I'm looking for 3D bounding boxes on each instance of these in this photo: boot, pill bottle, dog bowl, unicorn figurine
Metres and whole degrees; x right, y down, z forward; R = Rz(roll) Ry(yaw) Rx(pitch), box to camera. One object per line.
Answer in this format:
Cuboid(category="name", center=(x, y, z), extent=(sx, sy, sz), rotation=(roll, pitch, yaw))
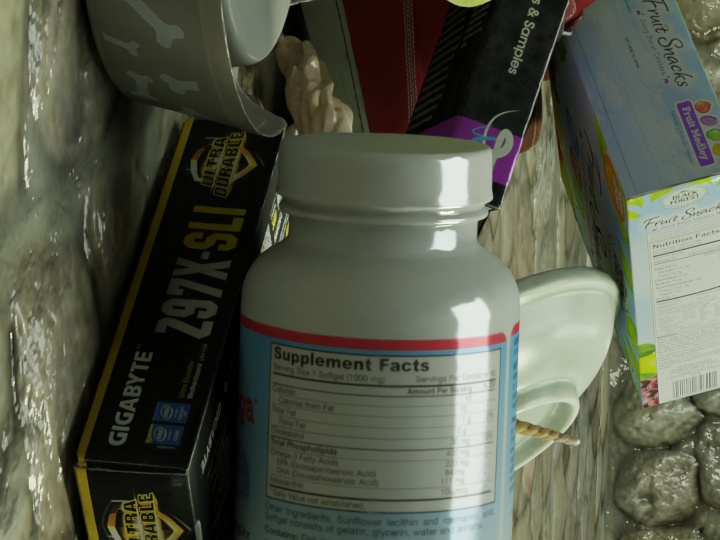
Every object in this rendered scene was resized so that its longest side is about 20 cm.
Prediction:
Cuboid(category="boot", center=(0.058, -0.079, 1.258), extent=(0.072, 0.144, 0.201), rotation=(31, 46, -74))
Cuboid(category="pill bottle", center=(0.006, 0.051, 0.988), extent=(0.109, 0.108, 0.201), rotation=(-35, 128, -77))
Cuboid(category="dog bowl", center=(-0.057, -0.151, 0.981), extent=(0.200, 0.058, 0.201), rotation=(3, 90, -79))
Cuboid(category="unicorn figurine", center=(0.000, 0.000, 1.143), extent=(0.137, 0.074, 0.200), rotation=(45, -12, 53))

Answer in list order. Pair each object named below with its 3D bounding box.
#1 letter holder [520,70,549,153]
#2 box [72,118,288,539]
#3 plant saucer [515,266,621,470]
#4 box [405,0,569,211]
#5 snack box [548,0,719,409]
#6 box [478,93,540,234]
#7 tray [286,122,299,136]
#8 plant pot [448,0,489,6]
Cuboid(category="letter holder", center=(0.077, -0.147, 1.441), extent=(0.200, 0.141, 0.101), rotation=(67, 15, -68))
Cuboid(category="box", center=(-0.062, 0.061, 1.050), extent=(0.201, 0.049, 0.160), rotation=(-77, 168, -45))
Cuboid(category="plant saucer", center=(0.055, 0.074, 1.305), extent=(0.050, 0.200, 0.200), rotation=(59, -2, 20))
Cuboid(category="box", center=(0.067, -0.122, 1.163), extent=(0.143, 0.036, 0.201), rotation=(171, -62, -81))
Cuboid(category="snack box", center=(0.148, -0.052, 1.343), extent=(0.200, 0.067, 0.169), rotation=(74, -1, -56))
Cuboid(category="box", center=(0.040, -0.022, 1.367), extent=(0.201, 0.048, 0.117), rotation=(-62, 179, 15))
Cuboid(category="tray", center=(-0.022, -0.037, 1.314), extent=(0.200, 0.022, 0.108), rotation=(-47, 139, -74))
Cuboid(category="plant pot", center=(0.096, -0.223, 0.982), extent=(0.200, 0.183, 0.201), rotation=(46, 36, -48))
